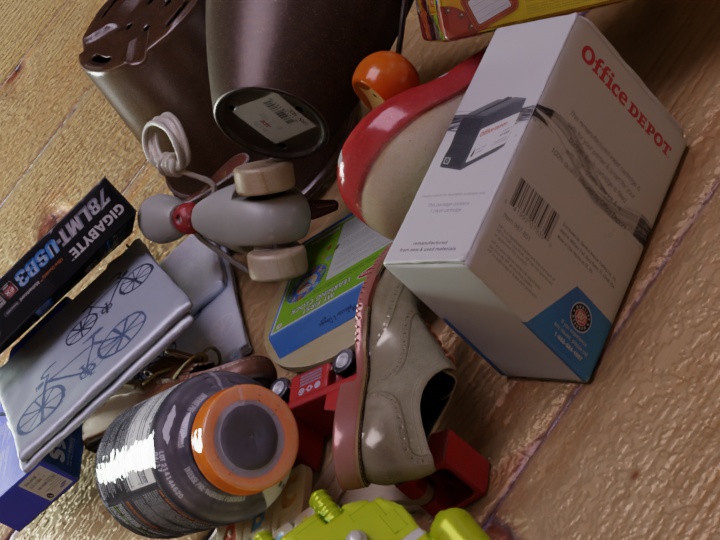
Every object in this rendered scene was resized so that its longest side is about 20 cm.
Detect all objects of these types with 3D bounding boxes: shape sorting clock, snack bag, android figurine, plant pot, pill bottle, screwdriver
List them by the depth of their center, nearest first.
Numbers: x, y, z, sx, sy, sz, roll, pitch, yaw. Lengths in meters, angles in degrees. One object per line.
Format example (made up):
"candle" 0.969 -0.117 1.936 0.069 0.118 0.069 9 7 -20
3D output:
"android figurine" 0.008 0.217 0.969 0.181 0.041 0.200 -33 52 -12
"pill bottle" -0.113 0.132 1.133 0.200 0.106 0.107 -27 35 61
"shape sorting clock" 0.000 0.000 1.267 0.199 0.039 0.201 -36 24 18
"plant pot" -0.050 -0.198 1.273 0.186 0.187 0.201 -16 49 39
"screwdriver" 0.028 -0.163 1.292 0.028 0.201 0.029 -3 46 -8
"snack bag" -0.232 0.067 1.347 0.188 0.021 0.200 -44 26 -4
"snack bag" -0.183 0.066 1.430 0.188 0.021 0.201 -39 35 14
"plant pot" -0.135 -0.166 1.431 0.199 0.198 0.201 -25 38 22

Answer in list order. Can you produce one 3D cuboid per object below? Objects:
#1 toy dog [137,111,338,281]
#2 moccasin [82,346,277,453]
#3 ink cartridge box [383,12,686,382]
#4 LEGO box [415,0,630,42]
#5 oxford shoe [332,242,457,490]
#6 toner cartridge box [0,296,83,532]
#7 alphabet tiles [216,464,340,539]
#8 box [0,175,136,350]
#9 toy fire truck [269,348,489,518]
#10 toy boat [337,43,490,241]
"toy dog" -0.097 -0.052 1.338 0.199 0.096 0.133 31 121 40
"moccasin" -0.149 0.098 1.307 0.200 0.073 0.078 -22 60 41
"ink cartridge box" 0.123 -0.048 1.078 0.083 0.145 0.201 -1 56 49
"LEGO box" 0.141 -0.227 1.175 0.198 0.078 0.149 -13 9 -3
"oxford shoe" 0.033 0.063 1.071 0.073 0.071 0.201 -2 50 15
"toner cartridge box" -0.286 0.127 1.434 0.095 0.043 0.201 -38 33 29
"alphabet tiles" -0.078 0.237 1.095 0.200 0.015 0.197 -39 34 41
"box" -0.290 0.008 1.447 0.199 0.050 0.200 -46 5 -10
"toy fire truck" 0.001 0.122 1.135 0.199 0.049 0.142 -25 41 33
"toy boat" 0.047 -0.114 1.177 0.200 0.130 0.131 -36 -25 -43
